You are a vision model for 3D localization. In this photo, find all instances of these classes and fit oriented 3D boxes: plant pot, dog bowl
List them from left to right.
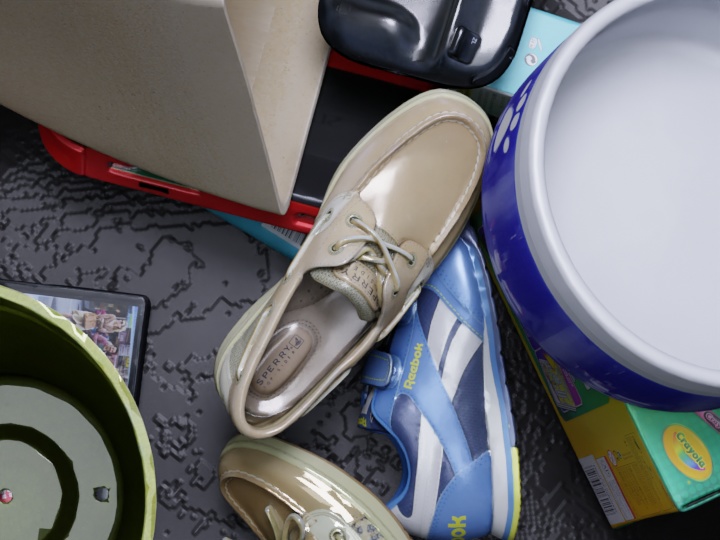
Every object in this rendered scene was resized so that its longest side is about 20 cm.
[{"bbox_3d":[-0.188,0.110,1.232,0.200,0.193,0.201,0,86,1],"label":"plant pot"},{"bbox_3d":[-0.112,-0.171,1.259,0.177,0.200,0.200,9,62,12],"label":"plant pot"},{"bbox_3d":[0.162,-0.034,1.224,0.200,0.079,0.201,4,76,-16],"label":"dog bowl"}]

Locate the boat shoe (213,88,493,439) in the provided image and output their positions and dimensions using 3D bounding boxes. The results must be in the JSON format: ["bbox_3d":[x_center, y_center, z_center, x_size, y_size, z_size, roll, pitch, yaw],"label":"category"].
[{"bbox_3d":[0.000,0.000,1.270,0.072,0.065,0.200,37,97,-15],"label":"boat shoe"}]

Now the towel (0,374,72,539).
[{"bbox_3d":[-0.243,0.079,1.344,0.144,0.022,0.200,-16,85,0],"label":"towel"}]

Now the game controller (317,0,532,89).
[{"bbox_3d":[0.049,-0.192,1.284,0.104,0.042,0.200,14,79,18],"label":"game controller"}]

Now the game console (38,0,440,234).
[{"bbox_3d":[-0.057,-0.112,1.348,0.200,0.031,0.177,15,63,2],"label":"game console"}]

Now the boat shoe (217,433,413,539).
[{"bbox_3d":[-0.002,0.164,1.317,0.200,0.073,0.063,40,61,4],"label":"boat shoe"}]

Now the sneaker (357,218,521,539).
[{"bbox_3d":[0.035,0.046,1.335,0.082,0.074,0.200,-7,84,2],"label":"sneaker"}]

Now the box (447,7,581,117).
[{"bbox_3d":[0.147,-0.087,1.338,0.200,0.082,0.049,18,85,2],"label":"box"}]

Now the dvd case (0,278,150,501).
[{"bbox_3d":[-0.218,0.073,1.364,0.200,0.018,0.143,7,85,2],"label":"dvd case"}]

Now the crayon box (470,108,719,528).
[{"bbox_3d":[0.126,0.028,1.307,0.058,0.119,0.200,-24,86,-14],"label":"crayon box"}]

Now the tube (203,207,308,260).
[{"bbox_3d":[-0.078,-0.064,1.360,0.200,0.050,0.078,34,74,7],"label":"tube"}]
